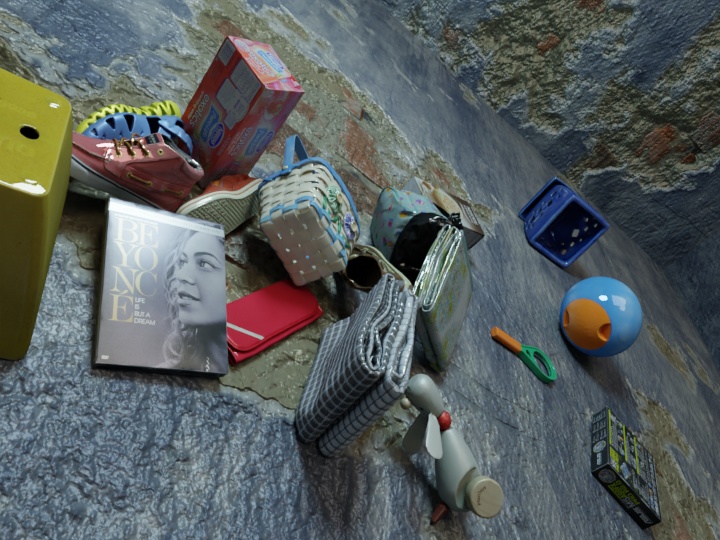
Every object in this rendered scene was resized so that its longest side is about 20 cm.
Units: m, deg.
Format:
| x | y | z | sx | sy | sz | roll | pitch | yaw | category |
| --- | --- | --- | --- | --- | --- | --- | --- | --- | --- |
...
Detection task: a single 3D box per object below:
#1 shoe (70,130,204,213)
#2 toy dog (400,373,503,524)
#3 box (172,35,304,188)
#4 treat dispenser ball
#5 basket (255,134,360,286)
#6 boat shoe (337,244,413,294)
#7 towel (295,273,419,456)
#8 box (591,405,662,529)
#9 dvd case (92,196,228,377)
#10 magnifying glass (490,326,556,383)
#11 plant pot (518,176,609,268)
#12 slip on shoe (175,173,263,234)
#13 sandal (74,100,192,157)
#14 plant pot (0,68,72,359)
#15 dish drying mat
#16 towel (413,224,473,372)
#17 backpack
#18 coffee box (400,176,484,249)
| x | y | z | sx | sy | sz | roll | pitch | yaw | category |
| --- | --- | --- | --- | --- | --- | --- | --- | --- | --- |
| -0.281 | -0.138 | 0.653 | 0.072 | 0.091 | 0.199 | 47 | 6 | 35 | shoe |
| 0.102 | 0.255 | 0.740 | 0.095 | 0.133 | 0.202 | -29 | 69 | -18 | toy dog |
| -0.188 | -0.231 | 0.820 | 0.103 | 0.200 | 0.094 | 52 | 33 | 12 | box |
| 0.616 | 0.118 | 1.400 | 0.198 | 0.201 | 0.204 | 30 | 35 | -24 | treat dispenser ball |
| -0.076 | -0.089 | 0.837 | 0.202 | 0.136 | 0.178 | -97 | 162 | -51 | basket |
| 0.003 | -0.006 | 0.852 | 0.074 | 0.076 | 0.201 | 29 | -1 | -35 | boat shoe |
| -0.002 | 0.113 | 0.702 | 0.085 | 0.166 | 0.202 | 32 | 33 | -9 | towel |
| 0.564 | 0.413 | 1.163 | 0.160 | 0.044 | 0.200 | 46 | 31 | -1 | box |
| -0.225 | 0.019 | 0.634 | 0.146 | 0.016 | 0.205 | 14 | 55 | -37 | dvd case |
| 0.361 | 0.183 | 1.199 | 0.198 | 0.022 | 0.081 | 36 | 34 | -22 | magnifying glass |
| 0.644 | -0.166 | 1.765 | 0.197 | 0.201 | 0.182 | 28 | 29 | -26 | plant pot |
| -0.205 | -0.096 | 0.787 | 0.060 | 0.075 | 0.200 | 26 | 30 | 11 | slip on shoe |
| -0.300 | -0.173 | 0.738 | 0.088 | 0.079 | 0.200 | 50 | 38 | 0 | sandal |
| -0.355 | -0.074 | 0.471 | 0.197 | 0.176 | 0.203 | 21 | 39 | -35 | plant pot |
| -0.125 | 0.060 | 0.748 | 0.077 | 0.018 | 0.199 | 51 | 32 | 8 | dish drying mat |
| 0.139 | 0.048 | 0.914 | 0.173 | 0.047 | 0.202 | -63 | 149 | -29 | towel |
| 0.094 | -0.077 | 1.031 | 0.124 | 0.169 | 0.201 | 21 | 24 | -21 | backpack |
| 0.184 | -0.124 | 1.264 | 0.197 | 0.080 | 0.116 | 15 | 43 | -40 | coffee box |
